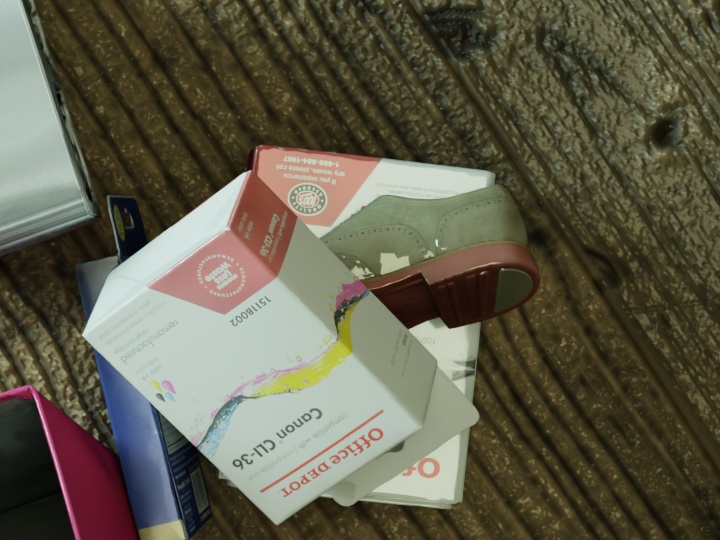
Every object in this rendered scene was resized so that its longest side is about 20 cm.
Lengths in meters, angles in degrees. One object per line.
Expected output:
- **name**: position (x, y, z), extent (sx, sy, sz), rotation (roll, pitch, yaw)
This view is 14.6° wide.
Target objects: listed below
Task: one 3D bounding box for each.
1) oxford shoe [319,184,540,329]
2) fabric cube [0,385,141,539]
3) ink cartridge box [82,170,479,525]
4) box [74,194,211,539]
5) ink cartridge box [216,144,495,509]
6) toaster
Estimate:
- **oxford shoe**: position (0.000, 0.000, 1.608), extent (0.199, 0.071, 0.075), rotation (-10, 56, 1)
- **fabric cube**: position (-0.214, 0.204, 1.544), extent (0.200, 0.199, 0.197), rotation (-20, 72, 5)
- **ink cartridge box**: position (-0.040, 0.058, 1.548), extent (0.116, 0.068, 0.200), rotation (-35, 110, 27)
- **box**: position (-0.129, 0.056, 1.636), extent (0.032, 0.121, 0.201), rotation (-12, 90, 4)
- **ink cartridge box**: position (-0.005, 0.034, 1.670), extent (0.146, 0.083, 0.201), rotation (7, 88, -5)
- **toaster**: position (-0.231, -0.096, 1.590), extent (0.118, 0.200, 0.181), rotation (-19, 90, -2)
